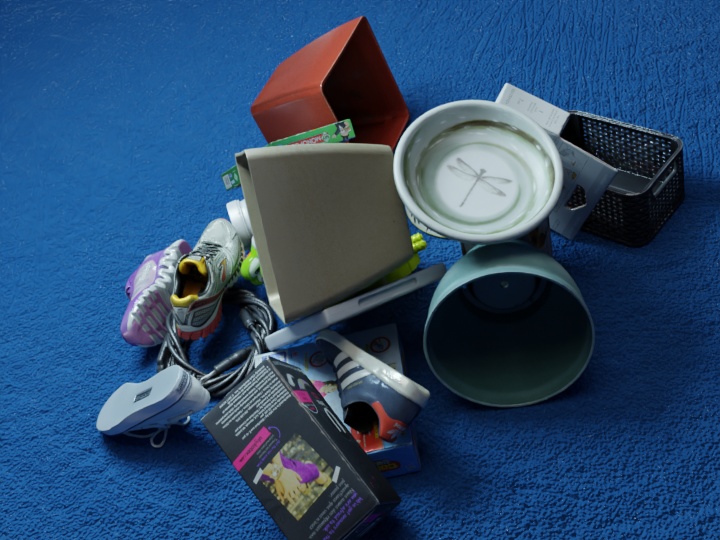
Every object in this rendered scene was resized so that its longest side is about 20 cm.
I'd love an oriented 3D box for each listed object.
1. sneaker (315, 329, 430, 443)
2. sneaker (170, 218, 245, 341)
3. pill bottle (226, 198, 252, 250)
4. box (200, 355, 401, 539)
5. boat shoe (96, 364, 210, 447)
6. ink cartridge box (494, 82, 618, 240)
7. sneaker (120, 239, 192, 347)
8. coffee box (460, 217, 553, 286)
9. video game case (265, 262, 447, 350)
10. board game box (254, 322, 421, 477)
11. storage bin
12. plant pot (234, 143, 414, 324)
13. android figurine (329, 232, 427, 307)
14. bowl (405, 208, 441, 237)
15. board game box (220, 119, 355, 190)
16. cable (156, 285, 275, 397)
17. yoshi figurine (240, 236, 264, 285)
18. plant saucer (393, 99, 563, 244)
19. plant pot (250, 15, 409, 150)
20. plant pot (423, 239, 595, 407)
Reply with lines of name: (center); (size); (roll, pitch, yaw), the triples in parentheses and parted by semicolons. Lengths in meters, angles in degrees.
sneaker: (-0.006, 0.137, 1.189); (0.199, 0.075, 0.085); (28, 86, 53)
sneaker: (-0.215, -0.001, 1.413); (0.077, 0.083, 0.202); (-1, 47, 12)
pill bottle: (-0.098, -0.099, 1.524); (0.198, 0.113, 0.113); (-21, 41, -1)
box: (-0.062, 0.208, 1.100); (0.106, 0.122, 0.201); (-41, 73, 4)
boat shoe: (-0.264, 0.185, 1.316); (0.201, 0.086, 0.075); (-27, 36, 38)
ink cartridge box: (0.239, -0.139, 1.331); (0.175, 0.201, 0.045); (28, 66, 6)
sneaker: (-0.314, 0.039, 1.492); (0.087, 0.081, 0.201); (-8, 37, 22)
coffee box: (0.187, -0.060, 1.308); (0.079, 0.202, 0.115); (18, 52, 32)
video game case: (-0.009, 0.048, 1.277); (0.181, 0.022, 0.200); (-21, -3, -29)
board game box: (-0.033, 0.174, 1.251); (0.193, 0.056, 0.201); (-13, 42, 6)
storage bin: (0.341, -0.133, 1.412); (0.199, 0.094, 0.135); (24, 56, 37)
plant pot: (-0.042, -0.065, 1.232); (0.175, 0.203, 0.200); (-14, 7, -10)
android figurine: (0.000, 0.000, 1.391); (0.198, 0.041, 0.182); (-24, 13, 5)
bowl: (0.154, -0.151, 1.500); (0.198, 0.095, 0.202); (-10, 41, 9)
board game box: (-0.110, -0.169, 1.478); (0.133, 0.029, 0.199); (-21, 2, -29)
cable: (-0.199, 0.086, 1.411); (0.161, 0.051, 0.202); (-3, 43, 17)
yoshi figurine: (-0.088, -0.054, 1.420); (0.201, 0.112, 0.112); (-55, 11, 4)
plant saucer: (0.136, -0.107, 1.177); (0.197, 0.050, 0.203); (0, 59, 0)
plant pot: (-0.059, -0.261, 1.635); (0.174, 0.201, 0.201); (-4, 42, 31)
plant pot: (0.176, 0.046, 1.215); (0.197, 0.202, 0.135); (-9, 34, 11)
